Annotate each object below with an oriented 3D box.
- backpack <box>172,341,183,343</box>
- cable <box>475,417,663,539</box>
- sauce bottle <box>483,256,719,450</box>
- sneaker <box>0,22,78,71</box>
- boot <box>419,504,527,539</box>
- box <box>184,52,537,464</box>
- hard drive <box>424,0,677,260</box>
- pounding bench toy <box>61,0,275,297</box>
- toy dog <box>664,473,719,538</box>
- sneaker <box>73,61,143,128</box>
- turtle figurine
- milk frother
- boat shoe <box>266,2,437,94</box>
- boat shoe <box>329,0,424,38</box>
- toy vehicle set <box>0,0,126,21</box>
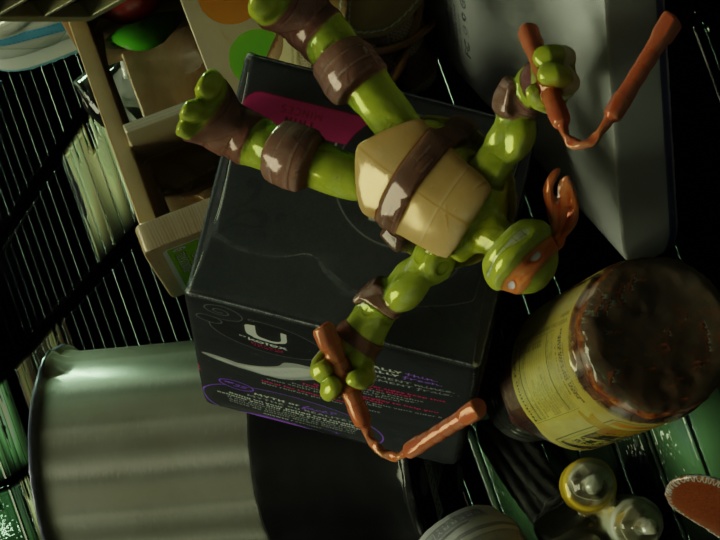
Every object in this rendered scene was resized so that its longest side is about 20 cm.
[{"bbox_3d":[-0.033,0.082,1.527,0.200,0.153,0.164,-38,72,59],"label":"backpack"},{"bbox_3d":[0.103,0.111,1.280,0.097,0.050,0.200,57,180,-12],"label":"cable"},{"bbox_3d":[0.092,0.038,1.147,0.200,0.066,0.066,139,111,-78],"label":"sauce bottle"},{"bbox_3d":[-0.132,-0.162,1.463,0.081,0.199,0.077,21,-134,-65],"label":"sneaker"},{"bbox_3d":[0.085,0.191,1.282,0.096,0.073,0.200,52,176,40],"label":"boot"},{"bbox_3d":[0.000,0.000,1.194,0.200,0.122,0.107,94,-170,-76],"label":"box"},{"bbox_3d":[0.065,-0.109,1.134,0.200,0.025,0.132,-127,23,-50],"label":"hard drive"},{"bbox_3d":[-0.065,-0.084,1.425,0.200,0.124,0.157,74,174,-79],"label":"pounding bench toy"},{"bbox_3d":[0.151,0.111,0.959,0.200,0.096,0.132,90,156,-50],"label":"toy dog"},{"bbox_3d":[-0.103,-0.141,1.518,0.076,0.115,0.201,179,73,-74],"label":"sneaker"},{"bbox_3d":[0.022,-0.045,1.061,0.161,0.064,0.200,38,112,14],"label":"turtle figurine"},{"bbox_3d":[-0.057,0.123,1.334,0.200,0.187,0.181,-37,-60,-73],"label":"milk frother"},{"bbox_3d":[0.005,-0.103,1.212,0.072,0.072,0.200,35,146,12],"label":"boat shoe"},{"bbox_3d":[0.031,-0.154,1.060,0.076,0.071,0.200,50,142,28],"label":"boat shoe"},{"bbox_3d":[-0.087,-0.159,1.229,0.200,0.124,0.027,-25,81,32],"label":"toy vehicle set"}]
